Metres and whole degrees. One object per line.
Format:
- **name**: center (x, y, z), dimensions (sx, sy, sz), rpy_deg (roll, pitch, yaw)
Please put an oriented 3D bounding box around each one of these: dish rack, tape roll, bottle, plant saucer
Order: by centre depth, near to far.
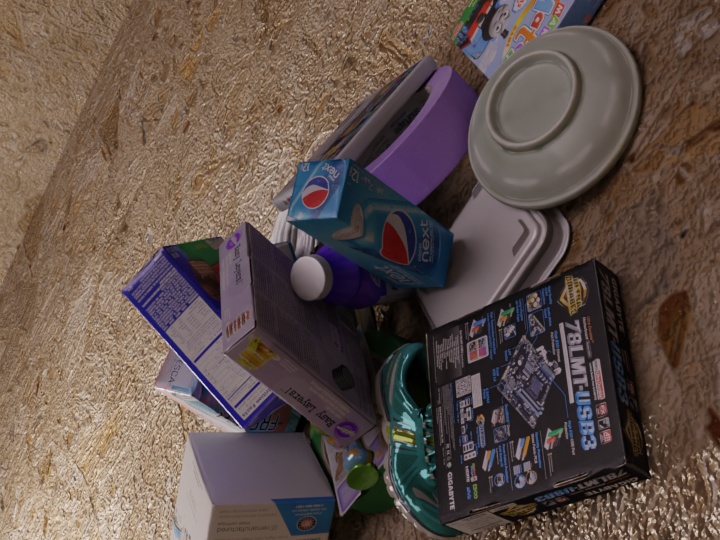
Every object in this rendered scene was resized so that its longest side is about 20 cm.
- **plant saucer**: center (0.181, -0.163, 1.070), dimensions (0.199, 0.050, 0.202), rpy_deg (-20, 58, 35)
- **dish rack**: center (0.127, -0.008, 1.134), dimensions (0.201, 0.043, 0.172), rpy_deg (-57, 30, 21)
- **bottle**: center (0.000, 0.000, 1.184), dimensions (0.065, 0.199, 0.085), rpy_deg (-18, 84, 34)
- **tape roll**: center (0.013, 0.171, 1.216), dimensions (0.200, 0.048, 0.202), rpy_deg (-38, 41, 44)
- **tape roll**: center (0.055, -0.142, 1.238), dimensions (0.200, 0.066, 0.200), rpy_deg (-44, 14, 14)

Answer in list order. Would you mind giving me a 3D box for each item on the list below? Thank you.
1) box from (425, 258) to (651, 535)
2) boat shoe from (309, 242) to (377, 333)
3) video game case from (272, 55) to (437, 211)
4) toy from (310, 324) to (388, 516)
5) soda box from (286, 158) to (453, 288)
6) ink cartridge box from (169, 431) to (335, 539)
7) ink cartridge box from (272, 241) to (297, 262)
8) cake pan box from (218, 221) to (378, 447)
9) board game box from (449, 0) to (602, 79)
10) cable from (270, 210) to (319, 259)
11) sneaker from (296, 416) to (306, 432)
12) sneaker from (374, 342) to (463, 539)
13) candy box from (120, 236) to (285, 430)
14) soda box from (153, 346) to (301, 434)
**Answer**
- **box**: center (0.153, 0.116, 0.966), dimensions (0.197, 0.050, 0.202), rpy_deg (-27, 50, 33)
- **boat shoe**: center (-0.034, 0.002, 1.279), dimensions (0.075, 0.072, 0.202), rpy_deg (-73, -32, -86)
- **video game case**: center (-0.009, -0.163, 1.291), dimensions (0.200, 0.023, 0.182), rpy_deg (-51, 13, -25)
- **toy**: center (-0.023, 0.158, 1.188), dimensions (0.116, 0.047, 0.201), rpy_deg (-55, 33, 24)
- **soda box**: center (0.014, -0.044, 1.090), dimensions (0.067, 0.199, 0.065), rpy_deg (-1, 70, 37)
- **ink cartridge box**: center (-0.131, 0.309, 1.230), dimensions (0.145, 0.146, 0.202), rpy_deg (-129, 46, -58)
- **ink cartridge box**: center (-0.146, 0.062, 1.359), dimensions (0.199, 0.085, 0.148), rpy_deg (-21, 88, 55)
- **cake pan box**: center (-0.069, 0.062, 1.118), dimensions (0.052, 0.184, 0.201), rpy_deg (-36, 33, 16)
- **board game box**: center (0.184, -0.289, 1.214), dimensions (0.152, 0.036, 0.201), rpy_deg (-58, 31, 20)
- **cable**: center (-0.067, -0.031, 1.406), dimensions (0.200, 0.068, 0.202), rpy_deg (-126, 47, -65)
- **sneaker**: center (-0.115, 0.216, 1.386), dimensions (0.079, 0.075, 0.202), rpy_deg (-23, 54, 51)
- **sneaker**: center (0.063, 0.168, 1.061), dimensions (0.080, 0.077, 0.202), rpy_deg (-50, 49, 51)
- **candy box**: center (-0.141, 0.062, 1.176), dimensions (0.077, 0.200, 0.169), rpy_deg (-44, -6, 15)
- **soda box**: center (-0.154, 0.156, 1.277), dimensions (0.068, 0.200, 0.064), rpy_deg (6, 66, 36)
